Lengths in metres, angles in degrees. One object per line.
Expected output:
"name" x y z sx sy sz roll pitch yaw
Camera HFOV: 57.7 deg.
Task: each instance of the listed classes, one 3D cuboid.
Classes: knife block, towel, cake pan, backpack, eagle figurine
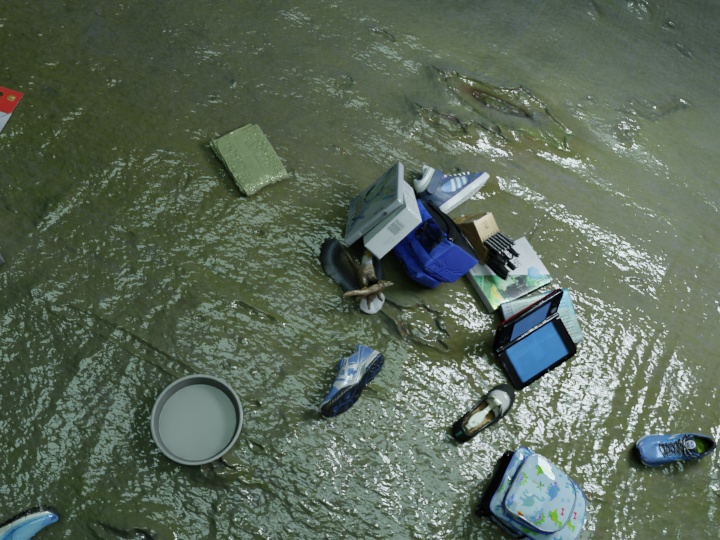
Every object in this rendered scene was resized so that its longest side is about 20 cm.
"knife block" 0.324 -0.060 1.711 0.064 0.200 0.176 -29 103 -22
"towel" 0.463 0.133 1.676 0.199 0.022 0.147 -12 81 -13
"towel" -0.299 -0.301 1.760 0.148 0.037 0.200 -29 73 -21
"cake pan" -0.364 0.333 1.459 0.200 0.037 0.201 3 66 -8
"backpack" 0.168 -0.074 1.650 0.168 0.162 0.200 -37 54 14
"eagle figurine" 0.003 -0.006 1.642 0.152 0.151 0.200 28 19 -39
"backpack" 0.392 0.511 1.439 0.200 0.147 0.183 33 67 4

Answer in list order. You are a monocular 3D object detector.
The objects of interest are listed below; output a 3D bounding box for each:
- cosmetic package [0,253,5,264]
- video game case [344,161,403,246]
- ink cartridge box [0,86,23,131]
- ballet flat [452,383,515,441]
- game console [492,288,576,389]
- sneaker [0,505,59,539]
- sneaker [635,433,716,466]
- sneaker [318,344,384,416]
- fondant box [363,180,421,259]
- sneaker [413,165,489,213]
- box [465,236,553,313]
"cosmetic package" -0.937 -0.086 1.533 0.107 0.090 0.200 -32 77 -18
"video game case" 0.035 -0.170 1.644 0.022 0.182 0.200 41 28 -22
"ink cartridge box" -1.003 -0.420 1.697 0.161 0.050 0.200 17 66 -1
"ballet flat" 0.303 0.335 1.547 0.200 0.068 0.068 -37 75 -22
"game console" 0.437 0.168 1.597 0.200 0.173 0.119 -29 59 -15
"sneaker" -0.693 0.546 1.303 0.200 0.078 0.090 -30 92 -17
"sneaker" 0.758 0.421 1.569 0.199 0.089 0.079 -5 65 -11
"sneaker" -0.031 0.259 1.537 0.077 0.076 0.200 30 62 30
"fondant box" 0.072 -0.135 1.625 0.058 0.144 0.200 40 20 -21
"sneaker" 0.241 -0.253 1.798 0.200 0.081 0.147 -36 80 -16
"box" 0.389 0.010 1.727 0.200 0.036 0.145 -25 72 -17
